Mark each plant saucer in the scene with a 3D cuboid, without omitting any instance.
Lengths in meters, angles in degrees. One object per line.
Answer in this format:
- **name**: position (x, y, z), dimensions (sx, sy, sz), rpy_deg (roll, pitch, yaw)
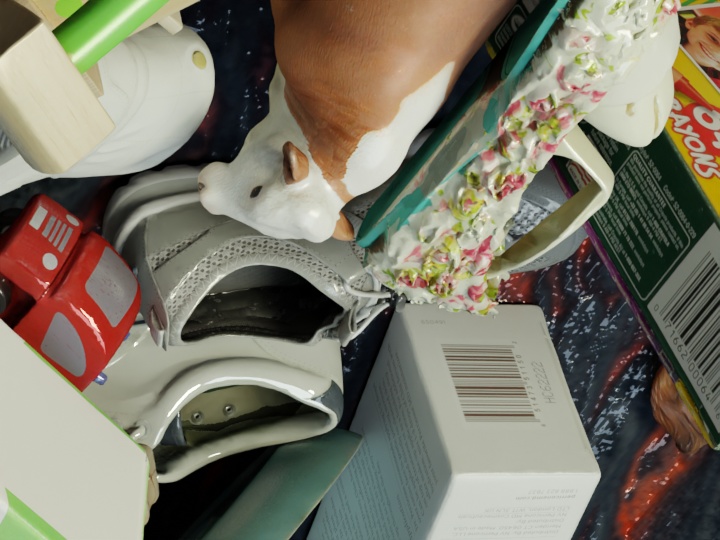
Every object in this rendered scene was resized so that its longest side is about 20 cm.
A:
- **plant saucer**: position (-0.075, 0.136, 1.188), dimensions (0.027, 0.200, 0.200), rpy_deg (43, 119, -2)

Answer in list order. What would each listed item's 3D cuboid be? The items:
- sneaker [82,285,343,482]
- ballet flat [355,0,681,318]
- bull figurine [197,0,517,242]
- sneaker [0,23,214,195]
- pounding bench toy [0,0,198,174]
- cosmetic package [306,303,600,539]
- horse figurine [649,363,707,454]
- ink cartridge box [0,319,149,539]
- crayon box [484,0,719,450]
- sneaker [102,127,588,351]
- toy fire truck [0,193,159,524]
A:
- **sneaker**: position (-0.103, 0.054, 1.147), dimensions (0.199, 0.071, 0.073), rpy_deg (-14, 139, 1)
- **ballet flat**: position (0.069, -0.055, 0.963), dimensions (0.064, 0.076, 0.200), rpy_deg (34, 133, -5)
- **bull figurine**: position (0.008, -0.102, 0.969), dimensions (0.065, 0.122, 0.200), rpy_deg (11, 132, -49)
- **sneaker**: position (-0.144, -0.044, 1.026), dimensions (0.200, 0.074, 0.115), rpy_deg (-16, 175, 37)
- **pounding bench toy**: position (-0.055, -0.135, 0.861), dimensions (0.156, 0.200, 0.124), rpy_deg (-25, 138, 10)
- **cosmetic package**: position (0.033, 0.118, 1.239), dimensions (0.071, 0.102, 0.200), rpy_deg (1, 136, -20)
- **horse figurine**: position (0.200, 0.029, 1.230), dimensions (0.200, 0.050, 0.132), rpy_deg (-35, 123, 28)
- **ink cartridge box**: position (-0.201, 0.095, 1.028), dimensions (0.200, 0.084, 0.146), rpy_deg (-26, 130, 24)
- **crayon box**: position (0.162, -0.025, 1.028), dimensions (0.172, 0.200, 0.058), rpy_deg (3, 137, -38)
- **sneaker**: position (0.000, 0.000, 1.114), dimensions (0.199, 0.082, 0.075), rpy_deg (-9, 138, -9)
- **toy fire truck**: position (-0.131, 0.075, 1.100), dimensions (0.141, 0.049, 0.200), rpy_deg (37, 124, -12)
